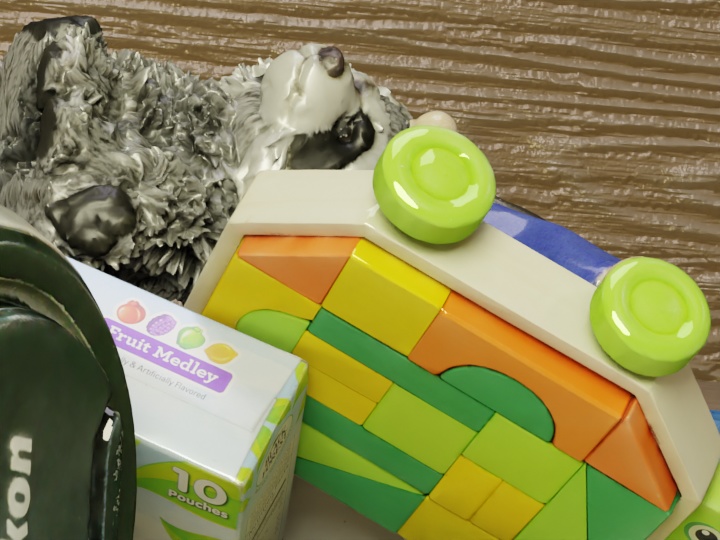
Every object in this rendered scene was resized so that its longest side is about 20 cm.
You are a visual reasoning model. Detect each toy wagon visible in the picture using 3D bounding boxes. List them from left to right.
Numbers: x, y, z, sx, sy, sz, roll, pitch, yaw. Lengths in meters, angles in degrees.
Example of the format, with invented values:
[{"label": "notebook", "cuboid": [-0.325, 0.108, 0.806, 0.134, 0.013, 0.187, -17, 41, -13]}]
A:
[{"label": "toy wagon", "cuboid": [0.045, 0.043, 0.681, 0.200, 0.040, 0.155, 31, -35, -1]}]

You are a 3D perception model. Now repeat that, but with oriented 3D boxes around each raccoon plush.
[{"label": "raccoon plush", "cuboid": [-0.066, -0.015, 0.787, 0.134, 0.097, 0.200, 9, -26, -27]}]

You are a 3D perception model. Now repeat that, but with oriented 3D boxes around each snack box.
[{"label": "snack box", "cuboid": [-0.120, 0.046, 0.721, 0.200, 0.053, 0.142, 23, -38, 10]}]

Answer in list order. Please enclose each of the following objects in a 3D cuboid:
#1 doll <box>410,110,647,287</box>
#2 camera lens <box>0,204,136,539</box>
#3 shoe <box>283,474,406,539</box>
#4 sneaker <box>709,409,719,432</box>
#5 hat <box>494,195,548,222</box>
[{"label": "doll", "cuboid": [0.000, 0.000, 0.799, 0.200, 0.136, 0.048, 23, -29, 37]}, {"label": "camera lens", "cuboid": [-0.170, 0.055, 0.594, 0.200, 0.160, 0.160, 4, 1, 26]}, {"label": "shoe", "cuboid": [-0.023, 0.070, 0.823, 0.200, 0.072, 0.091, 12, 16, 17]}, {"label": "sneaker", "cuboid": [0.222, 0.104, 1.064, 0.200, 0.105, 0.076, 4, 1, 40]}, {"label": "hat", "cuboid": [0.037, 0.007, 0.888, 0.201, 0.081, 0.201, 13, 4, -1]}]
